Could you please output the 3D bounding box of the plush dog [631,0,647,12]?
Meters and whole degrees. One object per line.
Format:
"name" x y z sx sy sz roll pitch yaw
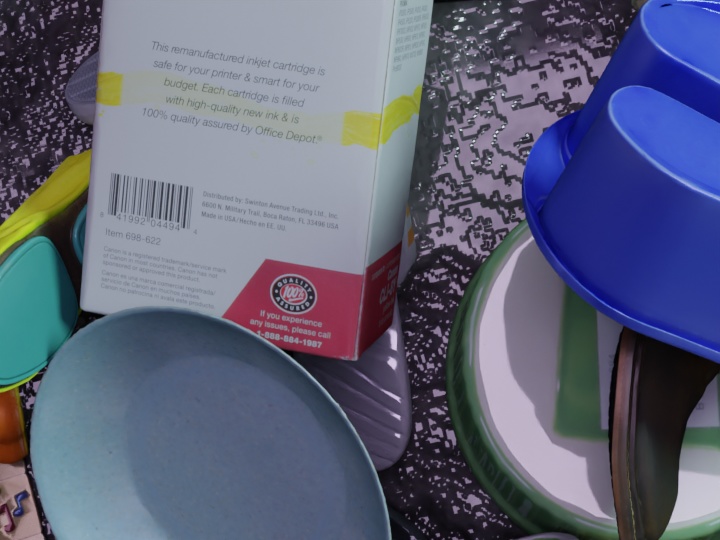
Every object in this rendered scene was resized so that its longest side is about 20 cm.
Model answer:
"plush dog" 0.205 -0.131 0.841 0.160 0.171 0.201 -33 110 -27

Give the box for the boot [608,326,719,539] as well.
"boot" 0.164 0.031 0.776 0.096 0.075 0.201 6 78 8

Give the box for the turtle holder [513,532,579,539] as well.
"turtle holder" 0.066 0.205 0.814 0.184 0.141 0.132 -17 94 9

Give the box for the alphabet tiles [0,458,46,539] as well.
"alphabet tiles" -0.258 0.134 0.923 0.166 0.006 0.201 -18 79 1

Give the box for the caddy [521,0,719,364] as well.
"caddy" 0.168 -0.024 0.713 0.199 0.105 0.142 22 46 4

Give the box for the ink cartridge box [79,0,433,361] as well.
"ink cartridge box" -0.048 -0.073 0.829 0.144 0.083 0.201 11 104 14

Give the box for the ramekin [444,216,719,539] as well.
"ramekin" 0.140 0.048 0.862 0.199 0.098 0.201 -1 79 4

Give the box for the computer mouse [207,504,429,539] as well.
"computer mouse" -0.035 0.099 0.890 0.199 0.046 0.141 21 95 17

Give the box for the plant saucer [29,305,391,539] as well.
"plant saucer" -0.069 0.104 0.835 0.200 0.039 0.202 10 115 23

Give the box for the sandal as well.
"sandal" -0.008 0.001 0.908 0.079 0.059 0.208 -3 100 20

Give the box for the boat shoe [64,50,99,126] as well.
"boat shoe" -0.062 -0.099 0.916 0.199 0.067 0.074 -11 42 24

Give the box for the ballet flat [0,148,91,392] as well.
"ballet flat" -0.166 -0.004 0.871 0.067 0.200 0.067 -2 123 27

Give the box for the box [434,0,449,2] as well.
"box" -0.020 -0.219 0.934 0.199 0.079 0.142 -4 82 3

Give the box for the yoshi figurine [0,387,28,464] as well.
"yoshi figurine" -0.279 0.077 0.899 0.199 0.113 0.113 -11 119 -12
